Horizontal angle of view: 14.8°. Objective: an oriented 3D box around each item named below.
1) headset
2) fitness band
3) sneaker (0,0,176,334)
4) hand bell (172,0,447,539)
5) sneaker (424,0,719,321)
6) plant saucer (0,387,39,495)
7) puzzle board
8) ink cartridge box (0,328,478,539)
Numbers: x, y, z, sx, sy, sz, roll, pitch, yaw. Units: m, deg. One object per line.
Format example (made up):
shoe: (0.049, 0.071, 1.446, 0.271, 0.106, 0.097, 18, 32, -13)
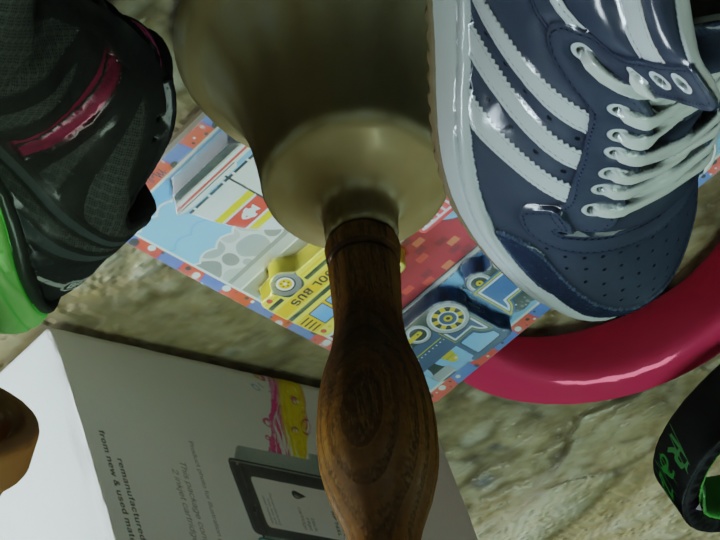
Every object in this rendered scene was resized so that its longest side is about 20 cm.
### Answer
headset: (0.213, 0.047, 1.096, 0.199, 0.094, 0.124, -31, 151, -9)
fitness band: (0.100, -0.013, 0.996, 0.143, 0.038, 0.200, -8, 149, -25)
sneaker: (-0.097, -0.061, 0.777, 0.084, 0.077, 0.200, -31, 156, -16)
hand bell: (0.000, 0.000, 0.767, 0.103, 0.201, 0.105, -2, 136, -2)
sneaker: (0.071, -0.046, 0.651, 0.070, 0.108, 0.201, -36, 137, -21)
plant saucer: (-0.191, 0.045, 0.778, 0.199, 0.200, 0.038, 4, 100, -36)
puzzle board: (0.033, -0.039, 0.886, 0.150, 0.017, 0.200, 28, 127, -31)
ink cartridge box: (-0.065, 0.134, 1.019, 0.199, 0.147, 0.147, 15, 134, -45)
